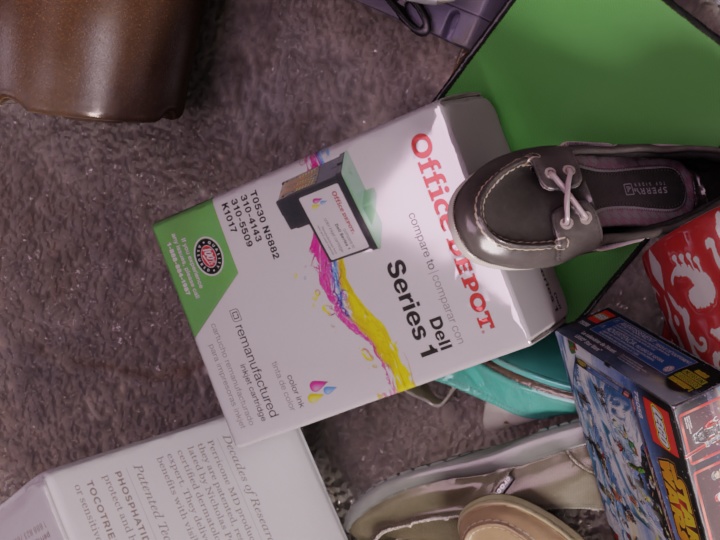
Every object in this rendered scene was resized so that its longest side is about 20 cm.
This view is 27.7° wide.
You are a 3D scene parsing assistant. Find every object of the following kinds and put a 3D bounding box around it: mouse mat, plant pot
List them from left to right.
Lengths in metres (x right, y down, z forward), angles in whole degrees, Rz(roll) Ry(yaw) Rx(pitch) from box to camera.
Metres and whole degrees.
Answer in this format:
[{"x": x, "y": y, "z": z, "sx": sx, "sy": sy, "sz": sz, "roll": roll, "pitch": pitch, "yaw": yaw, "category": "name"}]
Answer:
[{"x": -0.178, "y": -0.207, "z": 0.955, "sx": 0.199, "sy": 0.200, "sz": 0.200, "roll": 14, "pitch": 105, "yaw": 23, "category": "plant pot"}, {"x": 0.125, "y": -0.080, "z": 0.875, "sx": 0.161, "sy": 0.008, "sz": 0.200, "roll": 35, "pitch": 104, "yaw": -9, "category": "mouse mat"}]

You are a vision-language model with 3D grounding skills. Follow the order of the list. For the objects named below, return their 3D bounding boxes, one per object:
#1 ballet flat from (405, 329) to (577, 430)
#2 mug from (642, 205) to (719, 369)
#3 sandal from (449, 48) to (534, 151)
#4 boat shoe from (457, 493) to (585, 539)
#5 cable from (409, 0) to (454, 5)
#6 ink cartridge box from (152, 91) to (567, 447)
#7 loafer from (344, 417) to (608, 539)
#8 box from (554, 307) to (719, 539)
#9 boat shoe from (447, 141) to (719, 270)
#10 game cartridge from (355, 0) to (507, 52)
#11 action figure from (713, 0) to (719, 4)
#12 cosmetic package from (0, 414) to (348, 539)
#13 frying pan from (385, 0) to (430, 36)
[{"x": 0.072, "y": 0.059, "z": 0.917, "sx": 0.199, "sy": 0.067, "sz": 0.071, "roll": 21, "pitch": 124, "yaw": 22, "category": "ballet flat"}, {"x": 0.226, "y": 0.070, "z": 0.808, "sx": 0.177, "sy": 0.133, "sz": 0.201, "roll": -26, "pitch": 77, "yaw": 20, "category": "mug"}, {"x": 0.085, "y": -0.104, "z": 0.903, "sx": 0.080, "sy": 0.054, "sz": 0.202, "roll": 15, "pitch": 101, "yaw": 23, "category": "sandal"}, {"x": 0.123, "y": 0.220, "z": 0.853, "sx": 0.071, "sy": 0.065, "sz": 0.200, "roll": -35, "pitch": 96, "yaw": 34, "category": "boat shoe"}, {"x": -0.016, "y": -0.255, "z": 0.832, "sx": 0.198, "sy": 0.069, "sz": 0.202, "roll": -1, "pitch": 76, "yaw": -9, "category": "cable"}, {"x": 0.000, "y": 0.000, "z": 0.852, "sx": 0.199, "sy": 0.084, "sz": 0.146, "roll": -21, "pitch": 90, "yaw": 23, "category": "ink cartridge box"}, {"x": 0.082, "y": 0.144, "z": 0.900, "sx": 0.199, "sy": 0.075, "sz": 0.070, "roll": -21, "pitch": 78, "yaw": 22, "category": "loafer"}, {"x": 0.174, "y": 0.132, "z": 0.792, "sx": 0.040, "sy": 0.137, "sz": 0.201, "roll": -22, "pitch": 109, "yaw": -11, "category": "box"}, {"x": 0.134, "y": -0.044, "z": 0.798, "sx": 0.057, "sy": 0.199, "sz": 0.067, "roll": -27, "pitch": 76, "yaw": 49, "category": "boat shoe"}, {"x": 0.025, "y": -0.229, "z": 0.921, "sx": 0.199, "sy": 0.038, "sz": 0.130, "roll": 30, "pitch": 97, "yaw": 34, "category": "game cartridge"}, {"x": 0.202, "y": -0.199, "z": 0.851, "sx": 0.200, "sy": 0.055, "sz": 0.119, "roll": 35, "pitch": 116, "yaw": 23, "category": "action figure"}, {"x": -0.130, "y": 0.201, "z": 0.905, "sx": 0.167, "sy": 0.199, "sz": 0.167, "roll": -33, "pitch": 77, "yaw": 39, "category": "cosmetic package"}, {"x": -0.026, "y": -0.215, "z": 0.921, "sx": 0.114, "sy": 0.031, "sz": 0.191, "roll": -23, "pitch": 69, "yaw": 32, "category": "frying pan"}]
